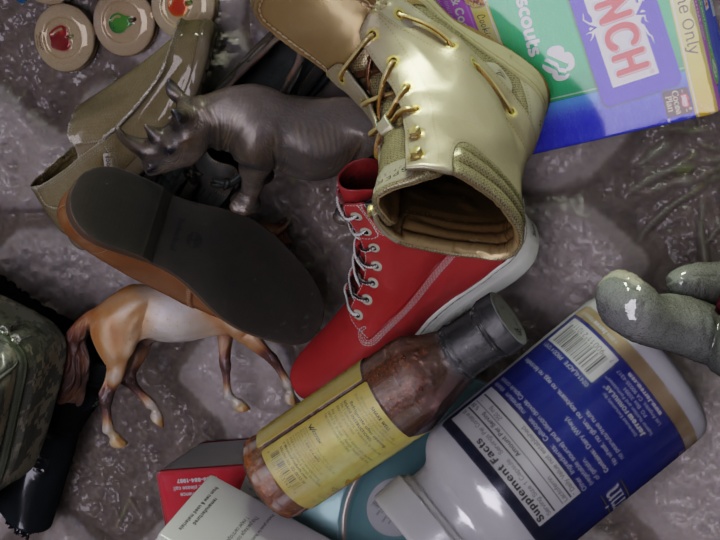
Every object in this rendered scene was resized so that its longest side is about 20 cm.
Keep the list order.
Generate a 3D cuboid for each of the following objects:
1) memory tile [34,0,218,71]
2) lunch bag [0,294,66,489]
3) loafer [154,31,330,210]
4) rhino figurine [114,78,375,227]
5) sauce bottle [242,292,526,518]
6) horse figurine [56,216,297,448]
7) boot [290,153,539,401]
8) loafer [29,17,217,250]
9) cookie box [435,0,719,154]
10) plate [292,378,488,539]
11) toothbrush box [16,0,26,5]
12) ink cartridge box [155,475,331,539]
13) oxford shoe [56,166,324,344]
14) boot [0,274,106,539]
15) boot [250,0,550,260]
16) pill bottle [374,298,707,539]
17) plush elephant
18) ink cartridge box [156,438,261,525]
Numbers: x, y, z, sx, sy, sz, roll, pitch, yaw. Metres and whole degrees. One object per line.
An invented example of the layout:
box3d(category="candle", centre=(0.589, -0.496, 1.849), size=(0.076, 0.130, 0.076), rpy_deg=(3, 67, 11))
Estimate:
box3d(category="memory tile", centre=(-0.187, -0.252, 1.197), size=(0.153, 0.017, 0.201), rpy_deg=(-10, 97, 21))
box3d(category="lunch bag", centre=(-0.325, 0.080, 1.151), size=(0.200, 0.168, 0.140), rpy_deg=(26, 111, 15))
box3d(category="loafer", centre=(-0.093, -0.100, 1.170), size=(0.072, 0.063, 0.200), rpy_deg=(42, 111, 6))
box3d(category="rhino figurine", centre=(-0.064, -0.085, 1.112), size=(0.199, 0.060, 0.088), rpy_deg=(6, 129, -14))
box3d(category="sauce bottle", centre=(0.016, 0.086, 1.077), size=(0.200, 0.066, 0.066), rpy_deg=(-33, 89, 18))
box3d(category="horse figurine", centre=(-0.132, 0.048, 1.195), size=(0.199, 0.050, 0.133), rpy_deg=(-13, 103, 1))
box3d(category="boot", centre=(0.000, 0.000, 1.089), size=(0.200, 0.144, 0.073), rpy_deg=(-41, 42, 17))
box3d(category="loafer", centre=(-0.170, -0.102, 1.184), size=(0.067, 0.076, 0.200), rpy_deg=(31, 112, -14))
box3d(category="cookie box", centre=(0.120, -0.164, 1.074), size=(0.199, 0.075, 0.172), rpy_deg=(-12, 98, 21))
box3d(category="plate", centre=(0.051, 0.171, 1.145), size=(0.199, 0.026, 0.201), rpy_deg=(-1, 98, -11))
box3d(category="toothbrush box", centre=(-0.202, -0.302, 1.104), size=(0.200, 0.085, 0.147), rpy_deg=(-39, 52, 23))
box3d(category="ink cartridge box", centre=(-0.049, 0.253, 1.112), size=(0.200, 0.084, 0.145), rpy_deg=(27, 123, 11))
box3d(category="oxford shoe", centre=(-0.115, -0.008, 1.144), size=(0.200, 0.071, 0.071), rpy_deg=(30, 69, -18))
box3d(category="boot", centre=(-0.296, 0.094, 1.275), size=(0.200, 0.076, 0.168), rpy_deg=(30, 106, 5))
box3d(category="boot", centre=(0.016, -0.096, 0.975), size=(0.200, 0.156, 0.073), rpy_deg=(29, 130, -12))
box3d(category="pill bottle", centre=(0.114, 0.120, 1.080), size=(0.200, 0.116, 0.116), rpy_deg=(-39, 87, -3))
box3d(category="plush elephant", centre=(0.278, 0.009, 1.003), size=(0.165, 0.200, 0.155), rpy_deg=(40, 111, 44))
box3d(category="ink cartridge box", centre=(-0.053, 0.226, 1.214), size=(0.144, 0.084, 0.201), rpy_deg=(-6, 98, 20))
